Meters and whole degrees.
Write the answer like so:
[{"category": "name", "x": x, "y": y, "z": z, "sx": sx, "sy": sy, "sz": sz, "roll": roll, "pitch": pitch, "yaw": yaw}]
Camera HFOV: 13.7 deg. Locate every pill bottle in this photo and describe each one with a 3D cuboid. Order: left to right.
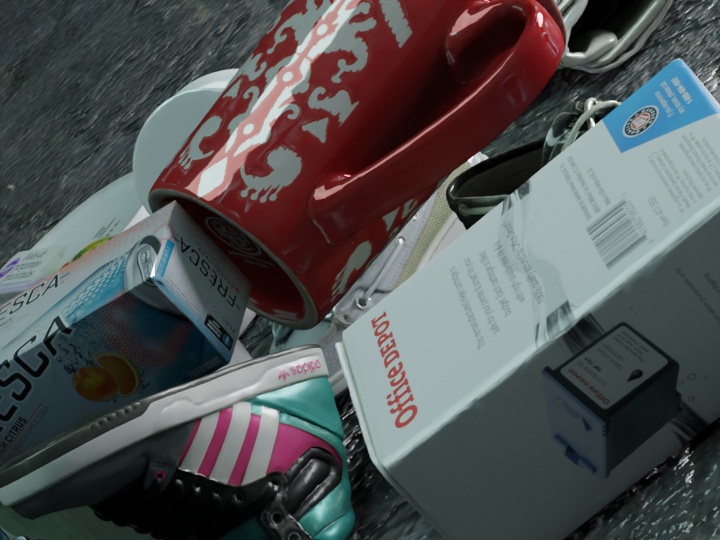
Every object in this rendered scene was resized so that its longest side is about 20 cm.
[{"category": "pill bottle", "x": -0.056, "y": -0.054, "z": 1.664, "sx": 0.111, "sy": 0.111, "sz": 0.200, "roll": -39, "pitch": -10, "yaw": 11}]

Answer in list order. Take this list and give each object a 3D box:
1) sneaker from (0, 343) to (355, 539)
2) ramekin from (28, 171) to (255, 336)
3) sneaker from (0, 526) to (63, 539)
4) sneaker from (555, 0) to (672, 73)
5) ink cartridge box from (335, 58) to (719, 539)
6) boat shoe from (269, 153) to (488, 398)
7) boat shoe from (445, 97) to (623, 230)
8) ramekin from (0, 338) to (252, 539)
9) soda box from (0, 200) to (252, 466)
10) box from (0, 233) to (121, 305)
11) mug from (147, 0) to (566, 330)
[{"category": "sneaker", "x": -0.075, "y": 0.115, "z": 1.393, "sx": 0.200, "sy": 0.121, "sz": 0.084, "roll": -17, "pitch": -5, "yaw": -44}, {"category": "ramekin", "x": -0.154, "y": 0.023, "z": 1.852, "sx": 0.202, "sy": 0.094, "sz": 0.202, "roll": -38, "pitch": 16, "yaw": 14}, {"category": "sneaker", "x": -0.185, "y": 0.153, "z": 1.449, "sx": 0.078, "sy": 0.200, "sz": 0.090, "roll": -41, "pitch": -2, "yaw": 36}, {"category": "sneaker", "x": 0.096, "y": -0.135, "z": 1.713, "sx": 0.200, "sy": 0.074, "sz": 0.116, "roll": -37, "pitch": 14, "yaw": 13}, {"category": "ink cartridge box", "x": 0.098, "y": 0.020, "z": 1.280, "sx": 0.200, "sy": 0.086, "sz": 0.147, "roll": -40, "pitch": 22, "yaw": 9}, {"category": "boat shoe", "x": 0.001, "y": -0.001, "z": 1.607, "sx": 0.202, "sy": 0.065, "sz": 0.074, "roll": -50, "pitch": 18, "yaw": -23}, {"category": "boat shoe", "x": 0.116, "y": -0.046, "z": 1.443, "sx": 0.200, "sy": 0.064, "sz": 0.071, "roll": -23, "pitch": 24, "yaw": 48}, {"category": "ramekin", "x": -0.143, "y": 0.091, "z": 1.642, "sx": 0.200, "sy": 0.105, "sz": 0.200, "roll": -38, "pitch": 17, "yaw": 13}, {"category": "soda box", "x": -0.151, "y": 0.047, "z": 1.489, "sx": 0.200, "sy": 0.064, "sz": 0.069, "roll": -30, "pitch": 26, "yaw": 28}, {"category": "box", "x": -0.148, "y": 0.009, "z": 1.599, "sx": 0.039, "sy": 0.041, "sz": 0.200, "roll": -48, "pitch": 16, "yaw": -21}, {"category": "mug", "x": -0.002, "y": -0.084, "z": 1.491, "sx": 0.200, "sy": 0.133, "sz": 0.178, "roll": -51, "pitch": 2, "yaw": -18}]
